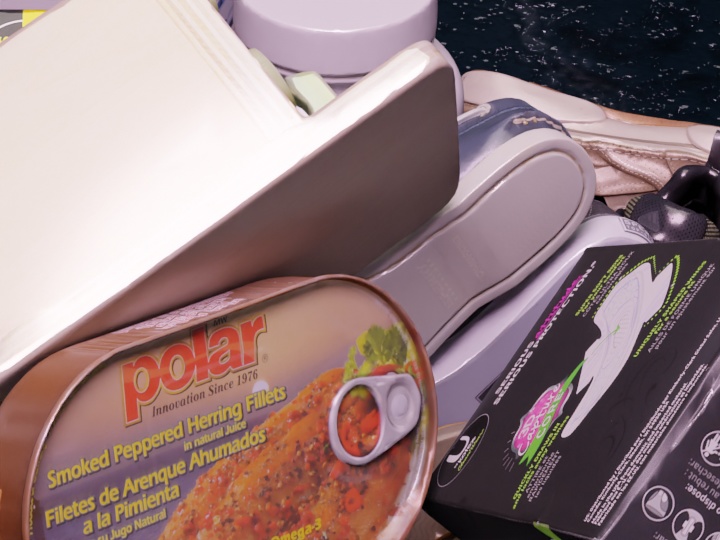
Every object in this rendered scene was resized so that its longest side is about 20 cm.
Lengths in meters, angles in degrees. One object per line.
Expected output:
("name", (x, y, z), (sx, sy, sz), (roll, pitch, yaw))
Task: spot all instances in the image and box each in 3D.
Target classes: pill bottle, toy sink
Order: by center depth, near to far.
("toy sink", (-0.076, -0.035, 0.975), (0.200, 0.130, 0.112), (-36, 72, -9))
("pill bottle", (-0.012, -0.040, 1.155), (0.111, 0.201, 0.113), (1, 37, -1))

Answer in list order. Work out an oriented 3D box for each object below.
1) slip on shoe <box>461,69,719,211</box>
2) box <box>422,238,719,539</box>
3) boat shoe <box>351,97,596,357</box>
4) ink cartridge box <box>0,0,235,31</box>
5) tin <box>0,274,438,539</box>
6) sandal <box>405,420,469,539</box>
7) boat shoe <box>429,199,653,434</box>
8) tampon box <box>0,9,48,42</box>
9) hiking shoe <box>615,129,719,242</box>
("slip on shoe", (0.133, -0.041, 1.283), (0.199, 0.076, 0.061), (17, 78, 7))
("box", (0.134, 0.080, 0.948), (0.125, 0.148, 0.200), (-54, 13, -9))
("boat shoe", (0.000, 0.000, 1.071), (0.200, 0.075, 0.062), (-40, 38, -2))
("ink cartridge box", (-0.131, -0.109, 1.242), (0.146, 0.201, 0.086), (11, 38, 12))
("tin", (-0.050, 0.066, 0.925), (0.042, 0.113, 0.199), (7, 18, 42))
("sandal", (0.093, 0.103, 1.065), (0.199, 0.081, 0.054), (7, -8, 2))
("boat shoe", (0.033, 0.039, 1.117), (0.200, 0.070, 0.066), (-42, 36, 2))
("tampon box", (-0.177, -0.018, 1.105), (0.199, 0.126, 0.151), (-1, 73, -4))
("hiking shoe", (0.115, 0.018, 1.165), (0.075, 0.101, 0.200), (14, 39, 17))
